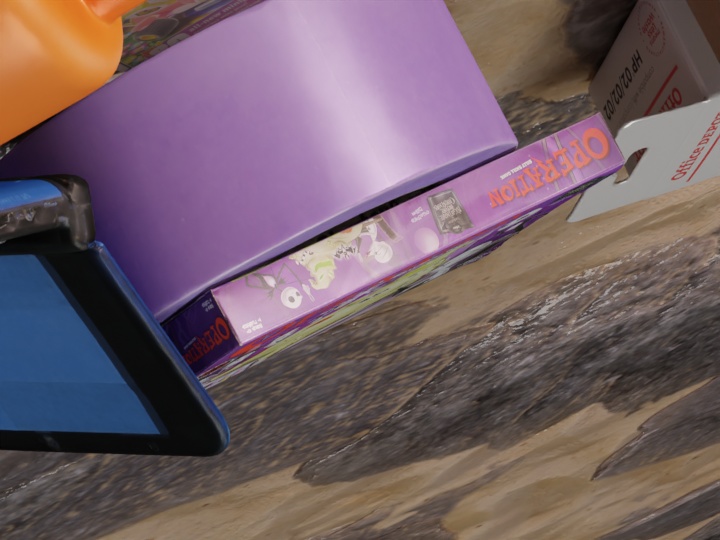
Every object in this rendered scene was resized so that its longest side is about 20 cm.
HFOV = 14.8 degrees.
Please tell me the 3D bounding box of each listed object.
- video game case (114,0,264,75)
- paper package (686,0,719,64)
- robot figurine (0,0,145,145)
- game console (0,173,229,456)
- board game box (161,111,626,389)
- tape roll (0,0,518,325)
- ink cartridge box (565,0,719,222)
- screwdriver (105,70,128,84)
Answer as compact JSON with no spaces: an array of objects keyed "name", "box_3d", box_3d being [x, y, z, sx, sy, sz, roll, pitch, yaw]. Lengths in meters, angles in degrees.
[{"name":"video game case","box_3d":[-0.080,-0.122,0.988,0.143,0.018,0.200,-28,162,15]},{"name":"paper package","box_3d":[0.243,-0.122,1.111,0.200,0.191,0.104,-20,162,-16]},{"name":"robot figurine","box_3d":[-0.153,-0.079,0.856,0.200,0.117,0.144,-27,-167,12]},{"name":"game console","box_3d":[-0.178,0.030,1.009,0.200,0.119,0.171,-3,-170,42]},{"name":"board game box","box_3d":[0.000,0.000,1.102,0.200,0.032,0.120,-25,171,-32]},{"name":"tape roll","box_3d":[-0.044,-0.039,1.091,0.200,0.085,0.200,-27,175,-2]},{"name":"ink cartridge box","box_3d":[0.184,-0.099,1.304,0.200,0.068,0.115,-18,162,-18]},{"name":"screwdriver","box_3d":[-0.156,-0.056,1.041,0.199,0.028,0.029,-13,-166,-8]}]
